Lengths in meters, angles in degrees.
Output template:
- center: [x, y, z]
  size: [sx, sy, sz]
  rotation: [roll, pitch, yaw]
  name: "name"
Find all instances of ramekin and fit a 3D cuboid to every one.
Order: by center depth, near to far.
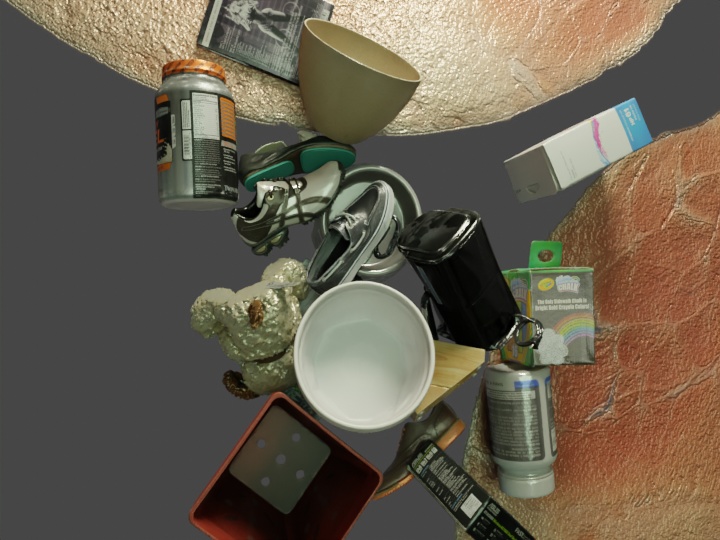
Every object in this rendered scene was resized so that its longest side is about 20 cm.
- center: [0.003, 0.130, 0.811]
  size: [0.193, 0.106, 0.206]
  rotation: [1, 67, -3]
  name: "ramekin"

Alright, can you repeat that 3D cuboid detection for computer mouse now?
- center: [0.000, 0.000, 0.899]
  size: [0.058, 0.034, 0.201]
  rotation: [39, 92, 20]
  name: "computer mouse"

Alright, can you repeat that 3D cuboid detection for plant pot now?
- center: [-0.114, 0.305, 0.849]
  size: [0.199, 0.176, 0.202]
  rotation: [39, 81, -9]
  name: "plant pot"
- center: [-0.019, -0.282, 0.896]
  size: [0.195, 0.202, 0.137]
  rotation: [21, 120, -11]
  name: "plant pot"

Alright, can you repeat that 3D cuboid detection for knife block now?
- center: [0.074, 0.134, 0.906]
  size: [0.197, 0.064, 0.177]
  rotation: [-33, 71, -12]
  name: "knife block"

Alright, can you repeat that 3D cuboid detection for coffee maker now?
- center: [0.171, 0.012, 0.886]
  size: [0.202, 0.188, 0.136]
  rotation: [57, 44, -31]
  name: "coffee maker"

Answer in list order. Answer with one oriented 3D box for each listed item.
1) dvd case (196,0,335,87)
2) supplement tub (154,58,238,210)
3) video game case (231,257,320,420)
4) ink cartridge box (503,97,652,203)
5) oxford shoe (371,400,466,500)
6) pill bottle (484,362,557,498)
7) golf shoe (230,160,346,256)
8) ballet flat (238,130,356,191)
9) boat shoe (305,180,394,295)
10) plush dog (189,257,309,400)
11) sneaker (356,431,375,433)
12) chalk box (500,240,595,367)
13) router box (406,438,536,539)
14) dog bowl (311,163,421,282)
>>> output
- center: [-0.154, -0.405, 0.941]
  size: [0.195, 0.016, 0.153]
  rotation: [18, 86, -12]
  name: "dvd case"
- center: [-0.246, -0.199, 0.860]
  size: [0.118, 0.122, 0.207]
  rotation: [-2, 88, -12]
  name: "supplement tub"
- center: [-0.085, 0.117, 0.940]
  size: [0.181, 0.022, 0.202]
  rotation: [40, 80, -9]
  name: "video game case"
- center: [0.369, -0.203, 0.987]
  size: [0.196, 0.144, 0.087]
  rotation: [-28, 94, -12]
  name: "ink cartridge box"
- center: [0.084, 0.301, 0.958]
  size: [0.198, 0.072, 0.073]
  rotation: [-38, 77, -15]
  name: "oxford shoe"
- center: [0.274, 0.267, 0.969]
  size: [0.110, 0.114, 0.207]
  rotation: [-4, 89, -12]
  name: "pill bottle"
- center: [-0.111, -0.112, 0.877]
  size: [0.199, 0.078, 0.095]
  rotation: [-40, 127, 3]
  name: "golf shoe"
- center: [-0.105, -0.188, 0.920]
  size: [0.194, 0.069, 0.070]
  rotation: [-15, 63, -10]
  name: "ballet flat"
- center: [-0.019, -0.056, 0.865]
  size: [0.203, 0.071, 0.068]
  rotation: [-57, 143, -5]
  name: "boat shoe"
- center: [-0.138, 0.104, 0.855]
  size: [0.196, 0.160, 0.176]
  rotation: [-24, 116, -13]
  name: "plush dog"
- center: [0.068, 0.202, 0.951]
  size: [0.197, 0.078, 0.078]
  rotation: [-31, 81, -15]
  name: "sneaker"
- center: [0.316, 0.054, 0.981]
  size: [0.120, 0.124, 0.207]
  rotation: [0, 88, -11]
  name: "chalk box"
- center: [0.178, 0.369, 0.889]
  size: [0.062, 0.149, 0.201]
  rotation: [-47, 125, -8]
  name: "router box"
- center: [0.014, -0.081, 0.949]
  size: [0.193, 0.059, 0.207]
  rotation: [0, 88, -13]
  name: "dog bowl"
